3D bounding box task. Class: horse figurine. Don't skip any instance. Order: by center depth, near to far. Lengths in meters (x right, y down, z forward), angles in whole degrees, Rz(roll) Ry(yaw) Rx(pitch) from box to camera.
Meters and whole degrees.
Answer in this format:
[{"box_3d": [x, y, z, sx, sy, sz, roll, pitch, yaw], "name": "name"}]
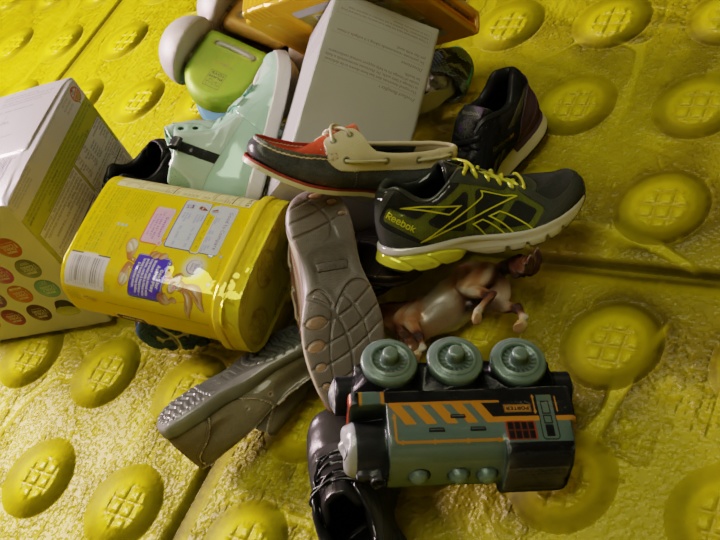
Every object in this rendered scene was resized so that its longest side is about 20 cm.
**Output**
[{"box_3d": [0.080, 0.036, 0.912, 0.199, 0.050, 0.133, -31, 21, 15], "name": "horse figurine"}]

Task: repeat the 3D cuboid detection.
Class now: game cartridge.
[{"box_3d": [-0.002, -0.267, 1.080, 0.198, 0.175, 0.033, -10, 73, 38], "name": "game cartridge"}]

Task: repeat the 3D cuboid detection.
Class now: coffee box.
[{"box_3d": [-0.385, -0.063, 1.178, 0.198, 0.198, 0.202, -9, 47, 24], "name": "coffee box"}]

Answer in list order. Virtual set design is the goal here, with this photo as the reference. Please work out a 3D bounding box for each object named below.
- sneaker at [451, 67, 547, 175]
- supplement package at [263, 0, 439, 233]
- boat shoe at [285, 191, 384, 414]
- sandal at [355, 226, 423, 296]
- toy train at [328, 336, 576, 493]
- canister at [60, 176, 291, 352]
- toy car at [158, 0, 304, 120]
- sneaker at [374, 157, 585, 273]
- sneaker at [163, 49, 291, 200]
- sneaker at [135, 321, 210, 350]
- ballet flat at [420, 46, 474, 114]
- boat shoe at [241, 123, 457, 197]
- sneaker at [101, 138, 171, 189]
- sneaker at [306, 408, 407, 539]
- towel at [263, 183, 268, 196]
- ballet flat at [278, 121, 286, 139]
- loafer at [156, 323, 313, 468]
[{"box_3d": [0.106, -0.114, 1.002, 0.075, 0.088, 0.201, 16, 62, 37], "name": "sneaker"}, {"box_3d": [-0.011, -0.152, 1.030, 0.117, 0.116, 0.202, 147, 140, -70], "name": "supplement package"}, {"box_3d": [-0.025, 0.031, 0.908, 0.075, 0.072, 0.202, -4, 71, -11], "name": "boat shoe"}, {"box_3d": [0.000, 0.000, 0.998, 0.199, 0.055, 0.082, -4, 33, 50], "name": "sandal"}, {"box_3d": [0.075, 0.116, 0.797, 0.197, 0.086, 0.115, 0, 46, -6], "name": "toy train"}, {"box_3d": [-0.171, -0.012, 0.986, 0.198, 0.087, 0.150, 11, 59, 20], "name": "canister"}, {"box_3d": [-0.134, -0.248, 1.237, 0.174, 0.151, 0.201, 25, 60, 12], "name": "toy car"}, {"box_3d": [0.104, -0.061, 0.891, 0.198, 0.085, 0.075, -18, 25, -9], "name": "sneaker"}, {"box_3d": [-0.140, -0.163, 1.068, 0.117, 0.074, 0.202, 14, 59, -4], "name": "sneaker"}, {"box_3d": [-0.155, 0.008, 1.082, 0.199, 0.078, 0.085, -36, 33, -14], "name": "sneaker"}, {"box_3d": [0.031, -0.198, 1.150, 0.198, 0.074, 0.075, -16, 45, 20], "name": "ballet flat"}, {"box_3d": [-0.007, -0.100, 0.914, 0.071, 0.198, 0.063, -121, 44, -61], "name": "boat shoe"}, {"box_3d": [-0.202, -0.114, 1.162, 0.075, 0.088, 0.199, 30, 48, 34], "name": "sneaker"}, {"box_3d": [-0.007, 0.179, 0.817, 0.075, 0.091, 0.201, -30, 42, 5], "name": "sneaker"}, {"box_3d": [-0.191, -0.054, 1.079, 0.199, 0.018, 0.086, -31, 60, -6], "name": "towel"}, {"box_3d": [-0.136, -0.120, 1.151, 0.200, 0.071, 0.069, -48, 0, -28], "name": "ballet flat"}, {"box_3d": [-0.090, 0.114, 0.952, 0.199, 0.070, 0.075, -30, 17, -13], "name": "loafer"}]
